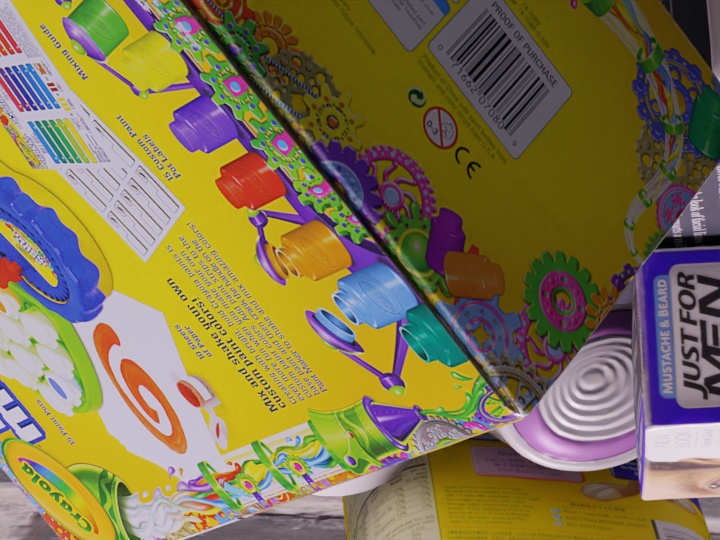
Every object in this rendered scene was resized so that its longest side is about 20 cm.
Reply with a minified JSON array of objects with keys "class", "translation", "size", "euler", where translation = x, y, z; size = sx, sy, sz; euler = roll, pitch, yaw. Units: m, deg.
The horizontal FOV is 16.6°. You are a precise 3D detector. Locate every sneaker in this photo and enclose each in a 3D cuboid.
[{"class":"sneaker","translation":[0.128,0.024,0.932],"size":[0.199,0.075,0.100],"euler":[-9,-177,-19]}]

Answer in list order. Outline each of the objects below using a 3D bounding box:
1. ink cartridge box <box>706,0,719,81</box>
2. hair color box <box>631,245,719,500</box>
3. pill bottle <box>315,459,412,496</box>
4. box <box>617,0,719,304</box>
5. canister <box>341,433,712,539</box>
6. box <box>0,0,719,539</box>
[{"class":"ink cartridge box","translation":[0.191,-0.102,0.656],"size":[0.199,0.117,0.068],"euler":[-7,161,12]},{"class":"hair color box","translation":[0.188,0.032,0.801],"size":[0.199,0.065,0.109],"euler":[-2,163,6]},{"class":"pill bottle","translation":[0.000,0.000,0.841],"size":[0.108,0.109,0.200],"euler":[1,151,-8]},{"class":"box","translation":[0.165,-0.067,0.771],"size":[0.199,0.108,0.149],"euler":[-3,161,9]},{"class":"canister","translation":[0.063,0.101,0.960],"size":[0.148,0.200,0.087],"euler":[5,116,-6]},{"class":"box","translation":[-0.050,-0.052,0.623],"size":[0.200,0.122,0.192],"euler":[52,140,-12]}]
